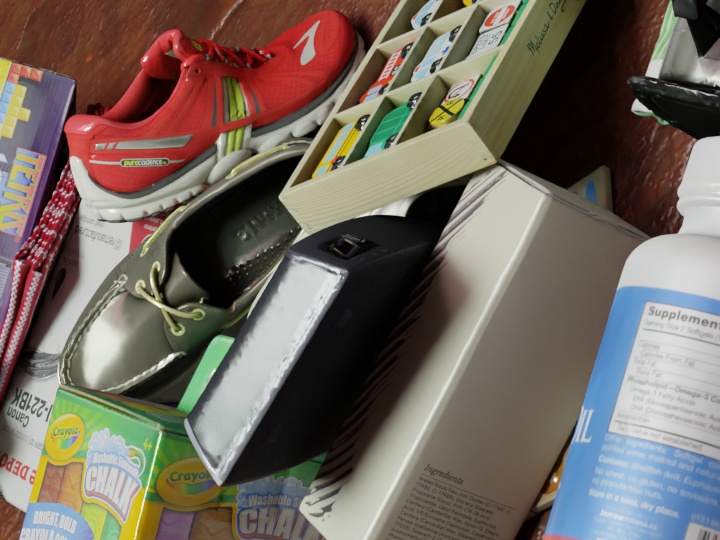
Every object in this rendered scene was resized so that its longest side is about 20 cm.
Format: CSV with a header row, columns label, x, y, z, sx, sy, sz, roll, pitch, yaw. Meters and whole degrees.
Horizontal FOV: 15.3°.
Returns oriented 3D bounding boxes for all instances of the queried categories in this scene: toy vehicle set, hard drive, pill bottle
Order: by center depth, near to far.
label,x,y,z,sx,sy,sz,roll,pitch,yaw
pill bottle,0.152,0.051,1.122,0.112,0.112,0.200,3,73,56
hard drive,-0.012,0.033,1.305,0.042,0.200,0.135,35,106,14
toy vehicle set,0.047,-0.104,1.353,0.124,0.027,0.200,-21,27,37

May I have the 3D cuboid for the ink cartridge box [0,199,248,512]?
label,x,y,z,sx,sy,sz,roll,pitch,yaw
ink cartridge box,-0.131,0.060,1.560,0.144,0.084,0.200,17,86,58

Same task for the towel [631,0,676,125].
label,x,y,z,sx,sy,sz,roll,pitch,yaw
towel,0.203,-0.165,1.262,0.153,0.023,0.200,2,73,57

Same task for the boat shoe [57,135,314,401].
label,x,y,z,sx,sy,sz,roll,pitch,yaw
boat shoe,-0.089,0.002,1.450,0.202,0.072,0.060,-41,-7,1

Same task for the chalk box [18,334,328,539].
label,x,y,z,sx,sy,sz,roll,pitch,yaw
chalk box,-0.095,0.132,1.403,0.124,0.124,0.200,12,89,58

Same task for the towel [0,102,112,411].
label,x,y,z,sx,sy,sz,roll,pitch,yaw
towel,-0.197,-0.001,1.654,0.200,0.022,0.145,-74,5,-56

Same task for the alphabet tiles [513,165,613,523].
label,x,y,z,sx,sy,sz,roll,pitch,yaw
alphabet tiles,0.061,0.060,1.348,0.200,0.008,0.167,-34,45,41

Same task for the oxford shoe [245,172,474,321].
label,x,y,z,sx,sy,sz,roll,pitch,yaw
oxford shoe,0.000,0.000,1.426,0.058,0.075,0.200,46,115,20

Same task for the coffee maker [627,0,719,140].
label,x,y,z,sx,sy,sz,roll,pitch,yaw
coffee maker,0.234,-0.136,1.121,0.192,0.135,0.200,18,86,16

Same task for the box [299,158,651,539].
label,x,y,z,sx,sy,sz,roll,pitch,yaw
box,0.057,0.053,1.279,0.200,0.082,0.068,-62,32,6

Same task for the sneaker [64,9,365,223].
label,x,y,z,sx,sy,sz,roll,pitch,yaw
sneaker,-0.080,-0.103,1.516,0.200,0.085,0.077,-35,26,-27

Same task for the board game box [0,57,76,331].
label,x,y,z,sx,sy,sz,roll,pitch,yaw
board game box,-0.235,-0.021,1.726,0.165,0.057,0.200,134,153,-79
